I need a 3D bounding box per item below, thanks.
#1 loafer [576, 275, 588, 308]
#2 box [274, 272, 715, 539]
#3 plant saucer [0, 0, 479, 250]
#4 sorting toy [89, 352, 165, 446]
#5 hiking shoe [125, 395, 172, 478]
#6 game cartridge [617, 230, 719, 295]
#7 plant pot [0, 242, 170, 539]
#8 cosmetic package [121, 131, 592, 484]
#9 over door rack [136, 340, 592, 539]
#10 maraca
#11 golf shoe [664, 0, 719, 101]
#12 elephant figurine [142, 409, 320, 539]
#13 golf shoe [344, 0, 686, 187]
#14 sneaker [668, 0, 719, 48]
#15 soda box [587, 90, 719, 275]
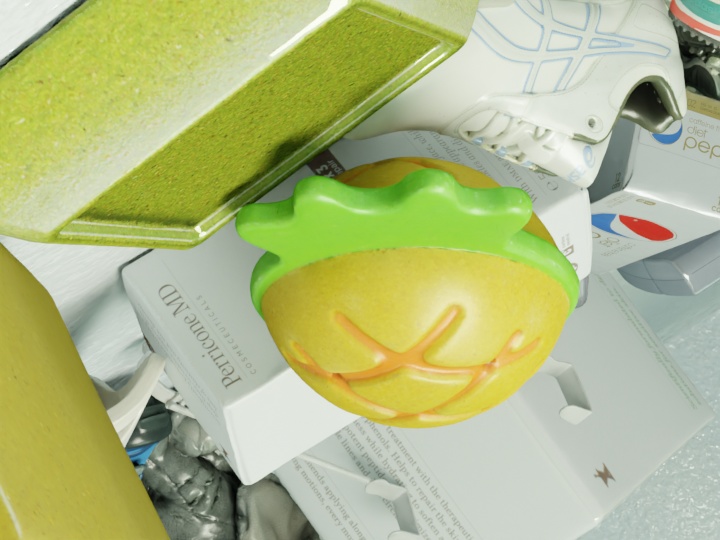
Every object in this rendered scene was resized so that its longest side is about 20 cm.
[{"bbox_3d":[0.072,-0.030,1.224,0.063,0.072,0.200,-7,-162,-4],"label":"loafer"},{"bbox_3d":[0.067,0.080,1.408,0.171,0.199,0.200,-40,173,32],"label":"box"},{"bbox_3d":[-0.045,-0.067,0.836,0.199,0.048,0.200,-36,170,14],"label":"plant saucer"},{"bbox_3d":[-0.168,0.103,1.089,0.199,0.107,0.180,-25,165,-40],"label":"sorting toy"},{"bbox_3d":[-0.157,0.140,1.325,0.074,0.087,0.200,-12,157,-43],"label":"hiking shoe"},{"bbox_3d":[0.247,-0.036,1.716,0.133,0.041,0.200,-36,-166,-3],"label":"game cartridge"},{"bbox_3d":[-0.171,0.092,0.794,0.193,0.196,0.200,-26,162,-8],"label":"plant pot"},{"bbox_3d":[0.000,0.000,1.095,0.199,0.102,0.074,-31,146,-14],"label":"cosmetic package"},{"bbox_3d":[0.001,0.051,1.249,0.200,0.067,0.148,33,123,-29],"label":"over door rack"},{"bbox_3d":[0.019,0.002,0.948,0.136,0.108,0.200,-7,159,7],"label":"maraca"},{"bbox_3d":[0.189,-0.140,1.197,0.088,0.077,0.200,-50,176,-9],"label":"golf shoe"},{"bbox_3d":[-0.092,0.182,1.412,0.155,0.201,0.142,-26,167,-35],"label":"elephant figurine"},{"bbox_3d":[0.069,-0.077,0.984,0.199,0.098,0.078,-23,177,-36],"label":"golf shoe"},{"bbox_3d":[0.208,-0.177,1.033,0.200,0.070,0.094,-41,149,-37],"label":"sneaker"},{"bbox_3d":[0.142,-0.048,1.277,0.068,0.064,0.200,16,169,-13],"label":"soda box"}]
